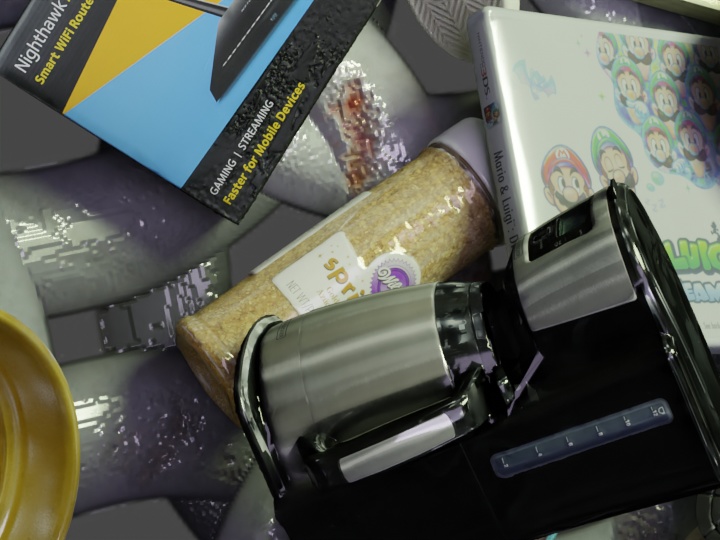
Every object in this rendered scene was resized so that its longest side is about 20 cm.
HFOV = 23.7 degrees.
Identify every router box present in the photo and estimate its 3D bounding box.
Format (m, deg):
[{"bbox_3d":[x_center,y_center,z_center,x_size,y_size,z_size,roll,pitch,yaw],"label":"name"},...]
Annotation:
[{"bbox_3d":[-0.072,-0.148,0.867,0.149,0.051,0.201,31,94,-13],"label":"router box"}]

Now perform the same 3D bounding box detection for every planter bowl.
[{"bbox_3d":[-0.232,0.099,0.791,0.200,0.083,0.202,-20,119,-42],"label":"planter bowl"}]

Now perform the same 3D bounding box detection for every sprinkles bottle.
[{"bbox_3d":[0.000,0.000,0.896,0.199,0.068,0.069,-36,97,-16],"label":"sprinkles bottle"}]

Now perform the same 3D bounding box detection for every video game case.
[{"bbox_3d":[0.152,-0.045,0.920,0.199,0.024,0.184,1,73,-35],"label":"video game case"}]

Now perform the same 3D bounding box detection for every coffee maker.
[{"bbox_3d":[0.069,0.076,0.798,0.198,0.135,0.193,-19,129,15],"label":"coffee maker"}]

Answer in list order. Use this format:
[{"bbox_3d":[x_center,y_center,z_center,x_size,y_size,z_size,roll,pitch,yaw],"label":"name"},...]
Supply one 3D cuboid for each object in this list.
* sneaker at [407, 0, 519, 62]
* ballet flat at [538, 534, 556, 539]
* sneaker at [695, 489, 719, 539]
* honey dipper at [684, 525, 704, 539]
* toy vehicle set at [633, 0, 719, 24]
[{"bbox_3d":[0.056,-0.217,0.931,0.084,0.074,0.202,-33,113,-48],"label":"sneaker"},{"bbox_3d":[0.107,0.083,0.930,0.071,0.071,0.201,39,75,-11],"label":"ballet flat"},{"bbox_3d":[0.259,0.075,0.930,0.087,0.076,0.201,32,92,-46],"label":"sneaker"},{"bbox_3d":[0.167,0.171,0.957,0.200,0.038,0.038,-41,98,-12],"label":"honey dipper"},{"bbox_3d":[0.219,-0.207,0.999,0.198,0.026,0.125,12,83,-16],"label":"toy vehicle set"}]
